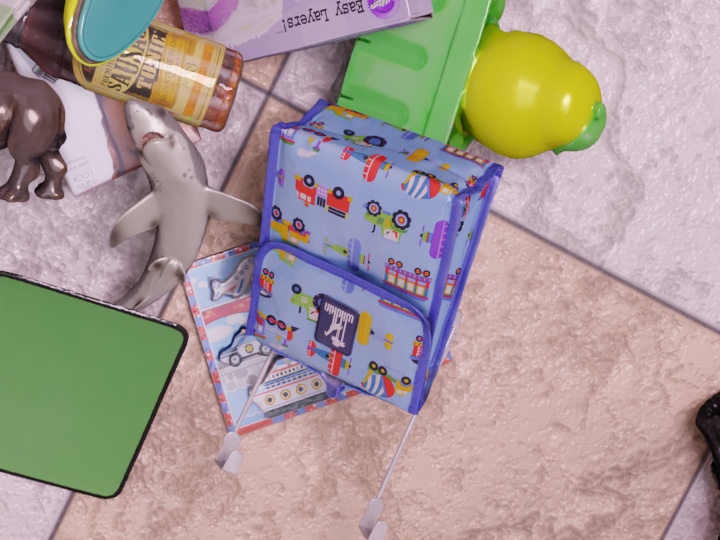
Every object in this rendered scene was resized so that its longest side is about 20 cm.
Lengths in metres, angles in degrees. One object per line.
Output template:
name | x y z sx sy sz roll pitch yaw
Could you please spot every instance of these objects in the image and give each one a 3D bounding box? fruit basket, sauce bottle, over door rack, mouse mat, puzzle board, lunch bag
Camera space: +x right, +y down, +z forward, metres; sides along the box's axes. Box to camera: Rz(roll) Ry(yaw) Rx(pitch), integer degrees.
fruit basket | 0.090 -0.147 1.164 0.212 0.156 0.219 0 97 3
sauce bottle | -0.184 -0.157 1.089 0.197 0.066 0.067 16 98 -12
over door rack | -0.020 0.094 1.213 0.146 0.066 0.202 26 75 -16
mouse mat | -0.235 0.094 1.177 0.159 0.008 0.201 18 126 -14
puzzle board | -0.034 0.037 1.249 0.197 0.017 0.153 -18 104 -7
lunch bag | 0.000 0.000 1.112 0.149 0.094 0.202 21 116 17

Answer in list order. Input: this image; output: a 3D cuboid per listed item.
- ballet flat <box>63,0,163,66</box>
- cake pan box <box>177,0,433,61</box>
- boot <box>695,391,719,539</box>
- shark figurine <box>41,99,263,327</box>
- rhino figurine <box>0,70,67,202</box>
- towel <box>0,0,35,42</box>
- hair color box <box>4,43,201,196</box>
ballet flat | -0.158 -0.228 1.061 0.067 0.066 0.202 47 65 -47
cake pan box | -0.052 -0.254 1.110 0.198 0.052 0.187 -8 101 27
boot | 0.323 0.195 1.280 0.078 0.211 0.160 -5 110 28
shark figurine | -0.153 -0.031 1.154 0.127 0.090 0.216 18 122 -19
rhino figurine | -0.305 -0.110 1.091 0.197 0.060 0.089 12 104 -6
towel | -0.266 -0.238 1.066 0.148 0.031 0.201 21 64 17
hair color box | -0.209 -0.172 1.147 0.110 0.064 0.202 -24 106 -7
